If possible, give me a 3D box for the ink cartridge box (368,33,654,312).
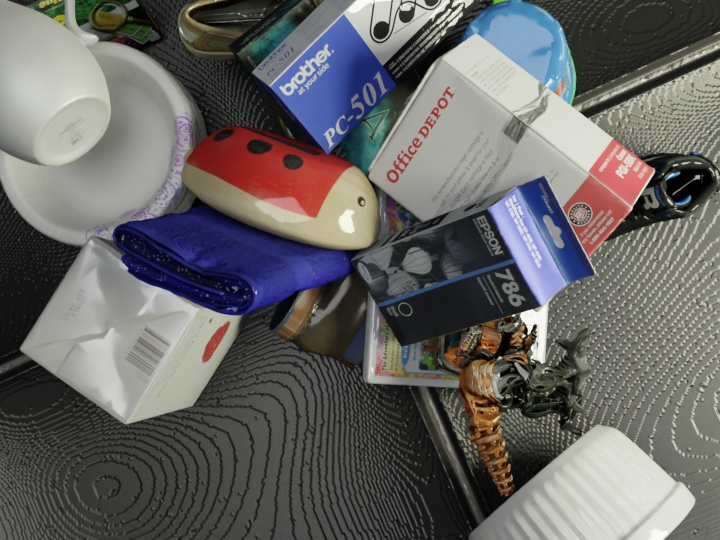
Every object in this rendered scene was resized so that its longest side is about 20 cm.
[{"bbox_3d":[0.128,-0.086,0.865,0.200,0.083,0.147,40,132,5],"label":"ink cartridge box"}]

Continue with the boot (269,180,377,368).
[{"bbox_3d":[0.000,0.000,0.993,0.097,0.075,0.200,35,85,-16],"label":"boot"}]

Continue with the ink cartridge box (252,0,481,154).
[{"bbox_3d":[0.008,-0.209,0.883,0.200,0.094,0.044,-44,40,-2],"label":"ink cartridge box"}]

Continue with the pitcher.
[{"bbox_3d":[-0.302,-0.206,0.904,0.171,0.121,0.200,-42,73,-11],"label":"pitcher"}]

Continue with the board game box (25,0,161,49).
[{"bbox_3d":[-0.314,-0.231,1.008,0.199,0.105,0.024,-25,62,5],"label":"board game box"}]

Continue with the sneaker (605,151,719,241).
[{"bbox_3d":[0.238,-0.065,0.922,0.199,0.112,0.073,-24,95,-4],"label":"sneaker"}]

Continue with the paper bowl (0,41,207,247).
[{"bbox_3d":[-0.253,-0.120,0.995,0.200,0.104,0.202,0,88,6],"label":"paper bowl"}]

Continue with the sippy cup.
[{"bbox_3d":[0.143,-0.193,0.944,0.139,0.130,0.178,-36,84,3],"label":"sippy cup"}]

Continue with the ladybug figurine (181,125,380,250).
[{"bbox_3d":[-0.071,-0.081,0.904,0.199,0.136,0.072,20,108,9],"label":"ladybug figurine"}]

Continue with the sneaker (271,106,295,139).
[{"bbox_3d":[-0.060,-0.222,1.005,0.084,0.074,0.201,-14,88,-10],"label":"sneaker"}]

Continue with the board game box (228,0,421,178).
[{"bbox_3d":[-0.017,-0.177,0.938,0.135,0.200,0.028,-40,41,-2],"label":"board game box"}]

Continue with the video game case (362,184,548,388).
[{"bbox_3d":[0.097,0.014,0.965,0.181,0.024,0.201,4,88,-13],"label":"video game case"}]

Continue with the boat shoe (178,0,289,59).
[{"bbox_3d":[-0.070,-0.236,0.927,0.199,0.076,0.072,-12,87,-11],"label":"boat shoe"}]

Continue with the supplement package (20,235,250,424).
[{"bbox_3d":[-0.201,0.056,0.932,0.120,0.200,0.122,32,91,7],"label":"supplement package"}]

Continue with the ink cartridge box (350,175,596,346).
[{"bbox_3d":[0.093,-0.003,0.857,0.200,0.039,0.100,-22,104,39],"label":"ink cartridge box"}]

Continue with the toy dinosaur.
[{"bbox_3d":[0.136,0.100,0.899,0.135,0.102,0.201,2,82,5],"label":"toy dinosaur"}]

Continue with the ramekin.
[{"bbox_3d":[0.190,0.229,0.889,0.200,0.200,0.105,-41,74,3],"label":"ramekin"}]

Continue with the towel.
[{"bbox_3d":[-0.103,-0.011,0.871,0.147,0.200,0.050,24,110,21],"label":"towel"}]
